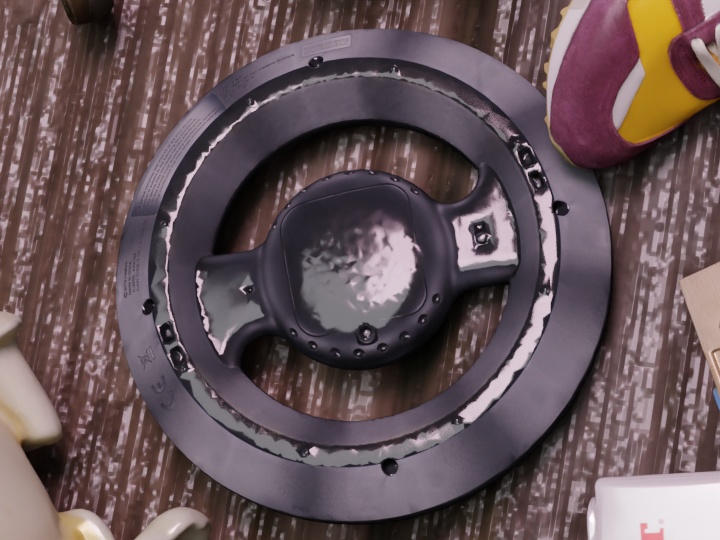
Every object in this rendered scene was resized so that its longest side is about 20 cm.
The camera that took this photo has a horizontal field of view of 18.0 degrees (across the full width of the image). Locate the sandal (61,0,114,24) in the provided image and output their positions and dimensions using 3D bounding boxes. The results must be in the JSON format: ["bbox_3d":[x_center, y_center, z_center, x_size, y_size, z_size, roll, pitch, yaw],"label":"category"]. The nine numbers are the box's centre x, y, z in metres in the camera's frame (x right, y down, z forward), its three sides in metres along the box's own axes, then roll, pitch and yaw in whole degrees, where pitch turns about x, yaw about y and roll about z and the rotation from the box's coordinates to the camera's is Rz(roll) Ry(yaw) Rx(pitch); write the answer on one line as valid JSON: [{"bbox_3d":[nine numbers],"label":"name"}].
[{"bbox_3d":[-0.108,-0.203,0.958,0.054,0.082,0.201,-5,75,1],"label":"sandal"}]

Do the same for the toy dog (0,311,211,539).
[{"bbox_3d":[-0.185,0.096,0.903,0.200,0.139,0.194,45,131,20],"label":"toy dog"}]

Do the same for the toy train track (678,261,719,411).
[{"bbox_3d":[0.151,0.090,0.741,0.114,0.033,0.201,-26,64,19],"label":"toy train track"}]

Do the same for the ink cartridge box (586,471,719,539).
[{"bbox_3d":[0.184,0.142,0.777,0.199,0.084,0.146,-5,76,17],"label":"ink cartridge box"}]

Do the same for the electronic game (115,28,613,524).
[{"bbox_3d":[0.000,0.000,0.894,0.199,0.042,0.201,-3,74,11],"label":"electronic game"}]

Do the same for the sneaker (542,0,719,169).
[{"bbox_3d":[0.153,-0.106,0.836,0.200,0.075,0.090,-50,50,7],"label":"sneaker"}]
